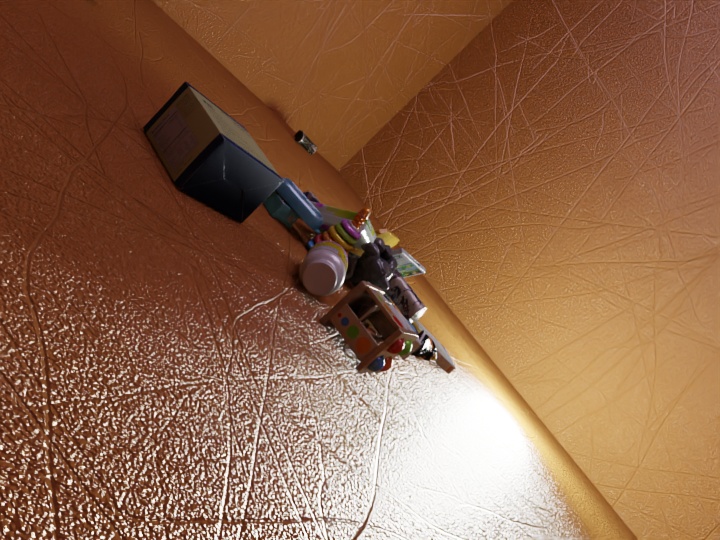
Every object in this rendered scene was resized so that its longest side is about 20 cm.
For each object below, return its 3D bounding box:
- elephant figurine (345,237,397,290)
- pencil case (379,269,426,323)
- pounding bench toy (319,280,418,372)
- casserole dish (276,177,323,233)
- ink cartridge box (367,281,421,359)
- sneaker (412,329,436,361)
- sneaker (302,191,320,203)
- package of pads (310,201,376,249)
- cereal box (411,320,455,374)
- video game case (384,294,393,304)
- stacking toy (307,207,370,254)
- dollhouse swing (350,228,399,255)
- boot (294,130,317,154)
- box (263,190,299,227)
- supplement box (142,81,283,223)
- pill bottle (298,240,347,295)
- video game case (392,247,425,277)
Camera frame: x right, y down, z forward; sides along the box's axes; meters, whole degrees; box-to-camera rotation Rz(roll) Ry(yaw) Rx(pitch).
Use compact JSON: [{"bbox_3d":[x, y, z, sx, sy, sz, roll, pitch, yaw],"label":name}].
[{"bbox_3d":[0.000,0.000,1.642,0.142,0.199,0.155,62,32,-6],"label":"elephant figurine"},{"bbox_3d":[0.128,0.080,1.822,0.200,0.089,0.078,52,20,15],"label":"pencil case"},{"bbox_3d":[0.039,0.134,1.211,0.156,0.124,0.200,51,10,21],"label":"pounding bench toy"},{"bbox_3d":[-0.169,-0.188,1.555,0.200,0.039,0.121,49,8,-2],"label":"casserole dish"},{"bbox_3d":[0.068,0.134,1.521,0.200,0.068,0.115,46,9,-16],"label":"ink cartridge box"},{"bbox_3d":[0.196,0.234,1.682,0.090,0.070,0.200,45,7,6],"label":"sneaker"},{"bbox_3d":[-0.174,-0.214,1.855,0.115,0.081,0.199,48,2,23],"label":"sneaker"},{"bbox_3d":[-0.059,-0.131,1.694,0.199,0.069,0.155,16,-15,18],"label":"package of pads"},{"bbox_3d":[0.229,0.244,1.882,0.200,0.039,0.144,45,10,-18],"label":"cereal box"},{"bbox_3d":[0.049,0.080,1.798,0.200,0.023,0.182,40,13,-38],"label":"video game case"},{"bbox_3d":[-0.043,-0.102,1.566,0.110,0.200,0.116,46,14,-3],"label":"stacking toy"},{"bbox_3d":[-0.002,-0.119,1.894,0.182,0.176,0.200,50,10,22],"label":"dollhouse swing"},{"bbox_3d":[-0.334,-0.784,3.460,0.151,0.073,0.200,43,5,-25],"label":"boot"},{"bbox_3d":[-0.246,-0.212,1.568,0.082,0.049,0.200,35,16,-53],"label":"box"},{"bbox_3d":[-0.302,-0.239,1.161,0.200,0.134,0.200,53,11,29],"label":"supplement box"},{"bbox_3d":[-0.084,-0.003,1.281,0.104,0.104,0.200,46,10,-8],"label":"pill bottle"},{"bbox_3d":[0.092,-0.012,1.887,0.182,0.199,0.022,36,47,-52],"label":"video game case"}]
